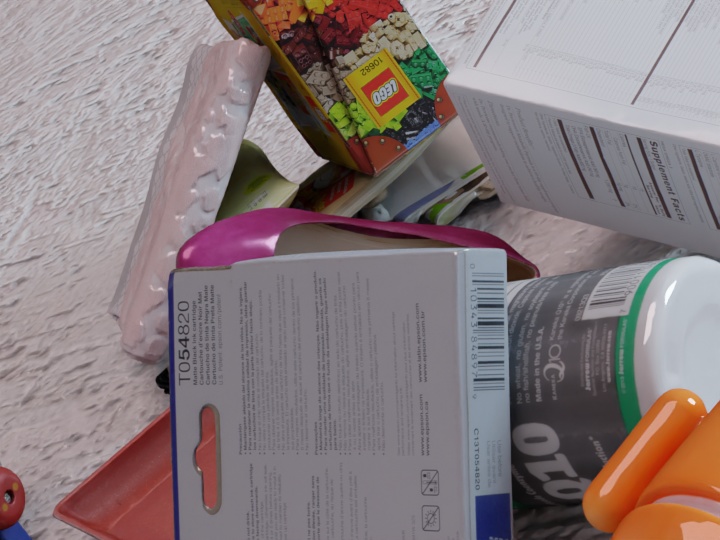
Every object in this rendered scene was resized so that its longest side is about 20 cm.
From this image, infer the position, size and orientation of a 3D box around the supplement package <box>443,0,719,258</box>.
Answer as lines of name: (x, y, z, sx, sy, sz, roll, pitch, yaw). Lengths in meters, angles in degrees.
supplement package: (0.166, -0.087, 1.429, 0.200, 0.110, 0.114, 17, 63, 33)

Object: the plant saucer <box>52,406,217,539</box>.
plant saucer: (-0.049, 0.104, 1.493, 0.200, 0.037, 0.200, -41, 27, -20)

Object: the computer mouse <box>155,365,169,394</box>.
computer mouse: (-0.041, 0.022, 1.637, 0.200, 0.034, 0.059, -28, 26, 9)

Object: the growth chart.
growth chart: (0.071, -0.074, 1.708, 0.200, 0.018, 0.145, -28, 26, 7)

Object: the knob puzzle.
knob puzzle: (-0.019, -0.035, 1.678, 0.219, 0.030, 0.220, -36, 10, 7)

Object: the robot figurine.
robot figurine: (0.178, 0.110, 1.135, 0.200, 0.144, 0.117, -46, 0, -29)

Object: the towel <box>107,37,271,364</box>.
towel: (-0.110, -0.048, 1.668, 0.191, 0.032, 0.201, -151, 80, -79)

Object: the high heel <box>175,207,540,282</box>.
high heel: (0.000, 0.000, 1.500, 0.096, 0.200, 0.068, -4, 79, 56)

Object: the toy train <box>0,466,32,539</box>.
toy train: (-0.235, 0.152, 1.424, 0.084, 0.200, 0.116, -11, 36, 34)

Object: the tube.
tube: (-0.073, -0.045, 1.688, 0.052, 0.058, 0.200, 3, 13, -7)

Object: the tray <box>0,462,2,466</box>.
tray: (-0.242, 0.150, 1.551, 0.022, 0.108, 0.200, -3, 33, 13)

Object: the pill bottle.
pill bottle: (0.093, 0.060, 1.325, 0.200, 0.113, 0.113, -9, 33, 40)

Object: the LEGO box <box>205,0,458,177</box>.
LEGO box: (-0.022, -0.143, 1.661, 0.077, 0.149, 0.200, -37, 11, -5)

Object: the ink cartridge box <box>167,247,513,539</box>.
ink cartridge box: (-0.011, 0.091, 1.313, 0.200, 0.200, 0.041, -2, -2, 42)
